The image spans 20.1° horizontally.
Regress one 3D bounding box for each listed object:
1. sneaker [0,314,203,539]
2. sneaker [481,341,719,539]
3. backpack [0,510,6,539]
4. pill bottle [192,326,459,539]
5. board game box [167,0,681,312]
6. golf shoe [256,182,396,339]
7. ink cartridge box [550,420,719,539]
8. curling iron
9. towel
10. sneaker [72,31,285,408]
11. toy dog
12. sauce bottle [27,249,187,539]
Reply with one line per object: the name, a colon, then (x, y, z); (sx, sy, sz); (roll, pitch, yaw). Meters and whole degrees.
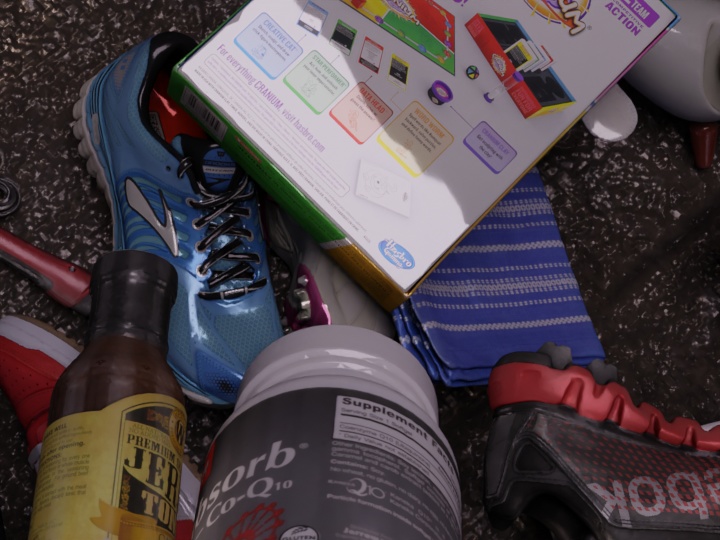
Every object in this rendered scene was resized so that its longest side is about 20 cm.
sneaker: (-0.133, 0.121, 0.957); (0.112, 0.071, 0.200); (-42, 86, -23)
sneaker: (0.144, 0.109, 0.926); (0.200, 0.071, 0.098); (20, 70, 0)
backpack: (-0.219, 0.132, 0.882); (0.151, 0.178, 0.200); (-17, 86, -8)
pill bottle: (-0.015, 0.118, 0.871); (0.116, 0.116, 0.200); (14, 31, -6)
board game box: (0.032, -0.103, 0.968); (0.153, 0.040, 0.200); (45, 74, 1)
golf shoe: (0.000, 0.000, 1.022); (0.091, 0.075, 0.200); (-9, 76, -18)
ink cartridge box: (0.191, 0.175, 0.995); (0.145, 0.084, 0.200); (-13, 76, -14)
curling iron: (-0.137, 0.000, 1.018); (0.200, 0.026, 0.050); (36, 72, 1)
towel: (0.053, -0.037, 1.032); (0.145, 0.024, 0.200); (-2, 70, -47)
sneaker: (-0.083, -0.027, 0.991); (0.078, 0.090, 0.200); (-12, 72, -34)
toy dog: (0.136, -0.104, 1.071); (0.200, 0.132, 0.096); (9, 109, -3)
sauce bottle: (-0.110, 0.083, 0.894); (0.065, 0.065, 0.200); (8, 59, -9)
